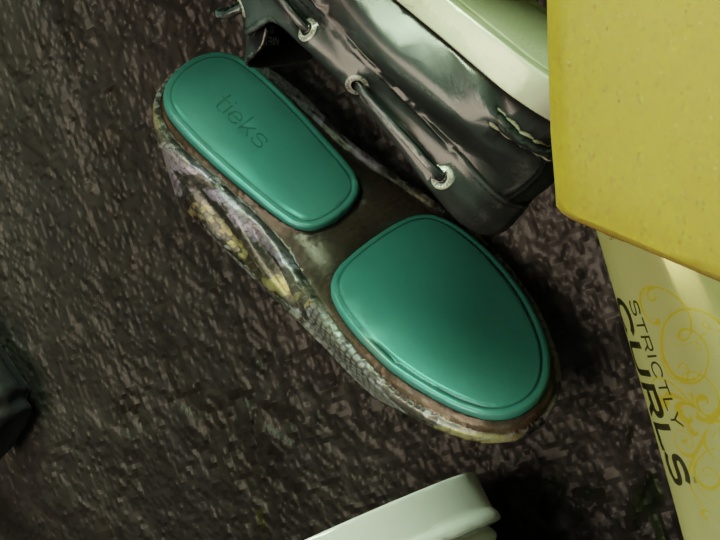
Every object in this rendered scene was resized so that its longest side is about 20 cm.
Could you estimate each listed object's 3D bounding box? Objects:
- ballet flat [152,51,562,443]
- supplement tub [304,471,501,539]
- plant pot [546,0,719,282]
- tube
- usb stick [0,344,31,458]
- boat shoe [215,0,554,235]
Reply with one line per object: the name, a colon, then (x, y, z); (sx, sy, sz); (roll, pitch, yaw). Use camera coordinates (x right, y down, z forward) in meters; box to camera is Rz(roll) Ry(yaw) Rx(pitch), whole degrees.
ballet flat: (0.000, 0.000, 0.881); (0.200, 0.072, 0.072); (45, 130, 27)
supplement tub: (0.025, 0.186, 0.843); (0.145, 0.145, 0.201); (-31, 80, 46)
plant pot: (0.156, -0.069, 0.559); (0.199, 0.199, 0.178); (24, 101, 39)
tube: (0.111, 0.016, 0.776); (0.058, 0.052, 0.201); (-108, 0, -84)
usb stick: (-0.213, -0.001, 1.111); (0.200, 0.032, 0.056); (53, 133, 19)
boat shoe: (-0.009, -0.083, 0.742); (0.199, 0.074, 0.066); (40, 114, 23)
